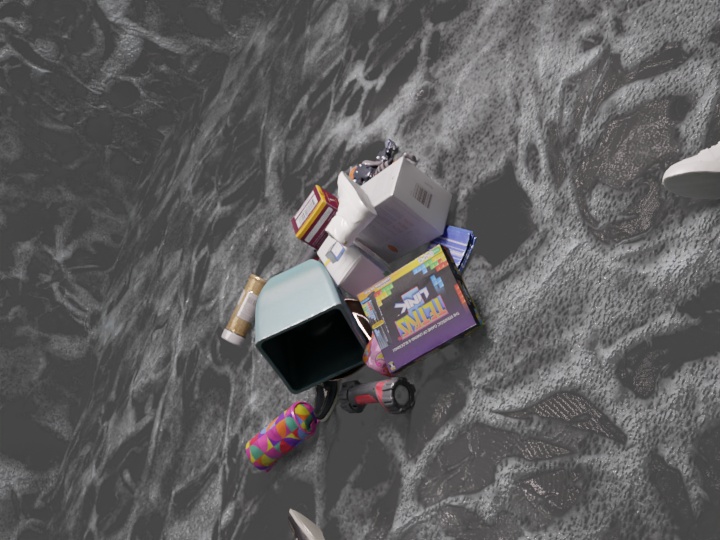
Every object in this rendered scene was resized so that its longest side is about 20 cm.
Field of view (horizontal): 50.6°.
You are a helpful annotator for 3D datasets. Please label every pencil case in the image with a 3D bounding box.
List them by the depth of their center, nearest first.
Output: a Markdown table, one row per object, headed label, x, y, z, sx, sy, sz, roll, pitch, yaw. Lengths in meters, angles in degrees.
| label | x | y | z | sx | sy | sz | roll | pitch | yaw |
| --- | --- | --- | --- | --- | --- | --- | --- | --- | --- |
| pencil case | 0.074 | 0.110 | 1.539 | 0.087 | 0.086 | 0.204 | 35 | 104 | 60 |
| pencil case | -0.178 | 0.380 | 1.739 | 0.200 | 0.087 | 0.090 | -43 | 34 | 32 |

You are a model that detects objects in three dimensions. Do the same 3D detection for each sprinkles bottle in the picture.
| label | x | y | z | sx | sy | sz | roll | pitch | yaw |
| --- | --- | --- | --- | --- | --- | --- | --- | --- | --- |
| sprinkles bottle | -0.329 | 0.115 | 2.195 | 0.068 | 0.067 | 0.204 | 15 | 78 | 59 |

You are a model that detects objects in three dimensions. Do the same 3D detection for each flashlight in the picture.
| label | x | y | z | sx | sy | sz | roll | pitch | yaw |
| --- | --- | --- | --- | --- | --- | --- | --- | --- | --- |
| flashlight | 0.028 | 0.257 | 1.525 | 0.198 | 0.068 | 0.069 | -22 | 34 | 53 |
| flashlight | -0.120 | -0.027 | 1.997 | 0.068 | 0.067 | 0.202 | 45 | 112 | 24 |

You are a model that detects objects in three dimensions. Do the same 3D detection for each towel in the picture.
| label | x | y | z | sx | sy | sz | roll | pitch | yaw |
| --- | --- | --- | --- | --- | --- | --- | --- | --- | --- |
| towel | 0.157 | 0.002 | 1.581 | 0.144 | 0.024 | 0.204 | 23 | 86 | 61 |

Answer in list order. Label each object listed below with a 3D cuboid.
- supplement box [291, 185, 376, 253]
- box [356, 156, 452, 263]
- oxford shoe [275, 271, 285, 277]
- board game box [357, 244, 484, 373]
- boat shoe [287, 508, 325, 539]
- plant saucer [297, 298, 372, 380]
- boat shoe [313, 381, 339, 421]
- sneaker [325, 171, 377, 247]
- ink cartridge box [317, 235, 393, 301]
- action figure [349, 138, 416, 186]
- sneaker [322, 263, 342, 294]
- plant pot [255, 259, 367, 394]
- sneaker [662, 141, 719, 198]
| label | x | y | z | sx | sy | sz | roll | pitch | yaw |
| --- | --- | --- | --- | --- | --- | --- | --- | --- | --- |
| supplement box | -0.053 | -0.095 | 1.806 | 0.111 | 0.198 | 0.086 | -50 | 31 | 17 |
| box | 0.076 | -0.127 | 1.660 | 0.198 | 0.151 | 0.108 | -27 | 37 | 50 |
| oxford shoe | -0.153 | 0.062 | 1.847 | 0.071 | 0.202 | 0.086 | -9 | 48 | 20 |
| board game box | 0.111 | 0.075 | 1.444 | 0.198 | 0.056 | 0.168 | -32 | 71 | 21 |
| boat shoe | -0.098 | 0.542 | 1.495 | 0.061 | 0.073 | 0.199 | -57 | 38 | -3 |
| plant saucer | -0.044 | 0.158 | 1.685 | 0.195 | 0.035 | 0.204 | -13 | 52 | 17 |
| boat shoe | -0.077 | 0.235 | 1.715 | 0.074 | 0.061 | 0.205 | -11 | 57 | 51 |
| sneaker | -0.038 | -0.126 | 1.609 | 0.116 | 0.073 | 0.201 | -49 | 27 | 15 |
| ink cartridge box | 0.000 | 0.000 | 1.686 | 0.088 | 0.144 | 0.200 | -50 | 28 | 8 |
| action figure | 0.046 | -0.256 | 1.888 | 0.191 | 0.104 | 0.205 | -2 | 66 | 46 |
| sneaker | -0.074 | 0.060 | 1.844 | 0.080 | 0.075 | 0.203 | -16 | 41 | 22 |
| plant pot | -0.113 | 0.099 | 1.620 | 0.192 | 0.198 | 0.202 | -24 | 44 | 5 |
| sneaker | 0.537 | -0.174 | 1.084 | 0.197 | 0.073 | 0.118 | -6 | 59 | 44 |
